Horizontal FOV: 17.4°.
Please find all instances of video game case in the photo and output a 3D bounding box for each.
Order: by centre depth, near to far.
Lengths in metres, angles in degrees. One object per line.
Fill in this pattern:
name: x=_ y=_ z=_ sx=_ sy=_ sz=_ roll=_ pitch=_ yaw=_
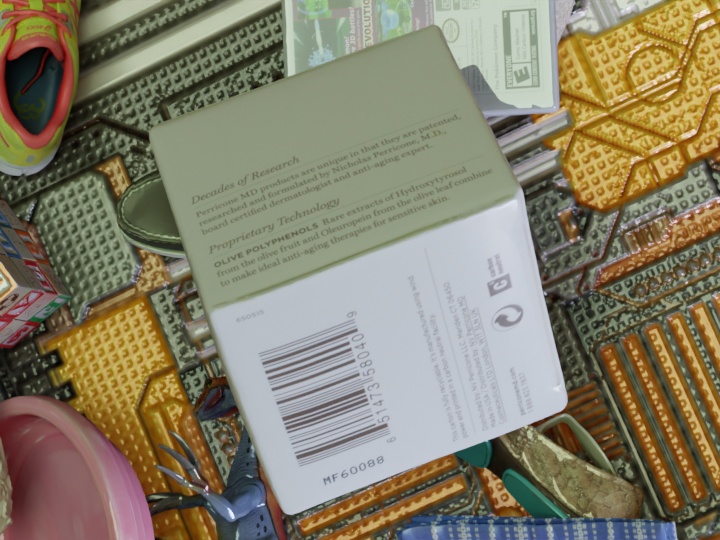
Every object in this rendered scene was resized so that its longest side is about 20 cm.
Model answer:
video game case: x=0.037 y=-0.198 z=1.545 sx=0.181 sy=0.023 sz=0.202 roll=-3 pitch=87 yaw=10

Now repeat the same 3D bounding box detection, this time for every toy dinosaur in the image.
toy dinosaur: x=-0.079 y=0.169 z=1.571 sx=0.199 sy=0.105 sz=0.183 roll=29 pitch=75 yaw=-27

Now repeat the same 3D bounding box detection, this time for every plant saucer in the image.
plant saucer: x=-0.198 y=0.181 z=1.548 sx=0.200 sy=0.051 sz=0.202 roll=6 pitch=98 yaw=47

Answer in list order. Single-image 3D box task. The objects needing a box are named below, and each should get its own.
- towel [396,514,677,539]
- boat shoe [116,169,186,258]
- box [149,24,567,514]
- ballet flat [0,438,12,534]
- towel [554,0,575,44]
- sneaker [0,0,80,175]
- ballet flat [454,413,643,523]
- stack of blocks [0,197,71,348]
towel: x=0.114 y=0.228 z=1.492 sx=0.199 sy=0.024 sz=0.146 roll=-4 pitch=93 yaw=34
boat shoe: x=-0.073 y=-0.049 z=1.571 sx=0.200 sy=0.060 sz=0.073 roll=-4 pitch=85 yaw=11
box: x=0.000 y=0.000 z=1.441 sx=0.199 sy=0.200 sz=0.172 roll=-21 pitch=45 yaw=-3
ballet flat: x=-0.275 y=0.089 z=1.498 sx=0.071 sy=0.072 sz=0.202 roll=-12 pitch=104 yaw=11
towel: x=0.069 y=-0.243 z=1.569 sx=0.199 sy=0.034 sz=0.133 roll=29 pitch=93 yaw=12
sneaker: x=-0.218 y=-0.167 z=1.586 sx=0.077 sy=0.090 sz=0.202 roll=-3 pitch=90 yaw=-16
ballet flat: x=0.102 y=0.109 z=1.532 sx=0.200 sy=0.071 sz=0.065 roll=41 pitch=68 yaw=9
stack of blocks: x=-0.290 y=-0.046 z=1.589 sx=0.058 sy=0.115 sz=0.201 roll=-38 pitch=79 yaw=7
